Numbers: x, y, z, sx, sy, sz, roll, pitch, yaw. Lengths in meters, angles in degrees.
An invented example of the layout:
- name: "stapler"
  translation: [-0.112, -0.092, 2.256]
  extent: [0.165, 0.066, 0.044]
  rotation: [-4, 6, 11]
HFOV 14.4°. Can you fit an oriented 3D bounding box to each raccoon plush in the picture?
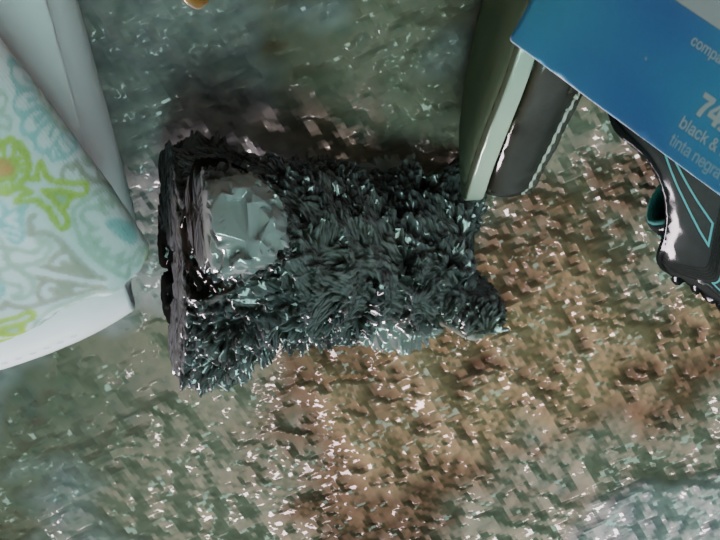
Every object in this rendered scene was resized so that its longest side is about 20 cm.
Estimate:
- name: "raccoon plush"
  translation: [0.000, 0.000, 1.035]
  extent: [0.134, 0.200, 0.097]
  rotation: [-3, 98, -10]

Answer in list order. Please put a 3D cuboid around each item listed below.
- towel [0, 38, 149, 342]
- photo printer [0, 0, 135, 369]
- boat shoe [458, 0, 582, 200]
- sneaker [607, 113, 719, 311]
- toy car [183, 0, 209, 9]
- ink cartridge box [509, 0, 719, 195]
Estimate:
- name: "towel"
  translation: [-0.198, -0.024, 0.962]
  extent: [0.200, 0.048, 0.171]
  rotation: [-24, 132, 14]
- name: "photo printer"
  translation: [-0.172, -0.039, 1.029]
  extent: [0.166, 0.070, 0.200]
  rotation: [-12, 131, -1]
- name: "boat shoe"
  translation: [0.082, -0.106, 1.021]
  extent: [0.060, 0.072, 0.202]
  rotation: [8, 126, -12]
- name: "sneaker"
  translation: [0.161, -0.014, 1.128]
  extent: [0.079, 0.075, 0.200]
  rotation: [-15, 124, 16]
- name: "toy car"
  translation: [-0.090, -0.167, 0.867]
  extent: [0.184, 0.177, 0.200]
  rotation: [-22, 134, 20]
- name: "ink cartridge box"
  translation: [0.182, -0.115, 0.932]
  extent: [0.146, 0.146, 0.200]
  rotation: [15, 109, -42]
